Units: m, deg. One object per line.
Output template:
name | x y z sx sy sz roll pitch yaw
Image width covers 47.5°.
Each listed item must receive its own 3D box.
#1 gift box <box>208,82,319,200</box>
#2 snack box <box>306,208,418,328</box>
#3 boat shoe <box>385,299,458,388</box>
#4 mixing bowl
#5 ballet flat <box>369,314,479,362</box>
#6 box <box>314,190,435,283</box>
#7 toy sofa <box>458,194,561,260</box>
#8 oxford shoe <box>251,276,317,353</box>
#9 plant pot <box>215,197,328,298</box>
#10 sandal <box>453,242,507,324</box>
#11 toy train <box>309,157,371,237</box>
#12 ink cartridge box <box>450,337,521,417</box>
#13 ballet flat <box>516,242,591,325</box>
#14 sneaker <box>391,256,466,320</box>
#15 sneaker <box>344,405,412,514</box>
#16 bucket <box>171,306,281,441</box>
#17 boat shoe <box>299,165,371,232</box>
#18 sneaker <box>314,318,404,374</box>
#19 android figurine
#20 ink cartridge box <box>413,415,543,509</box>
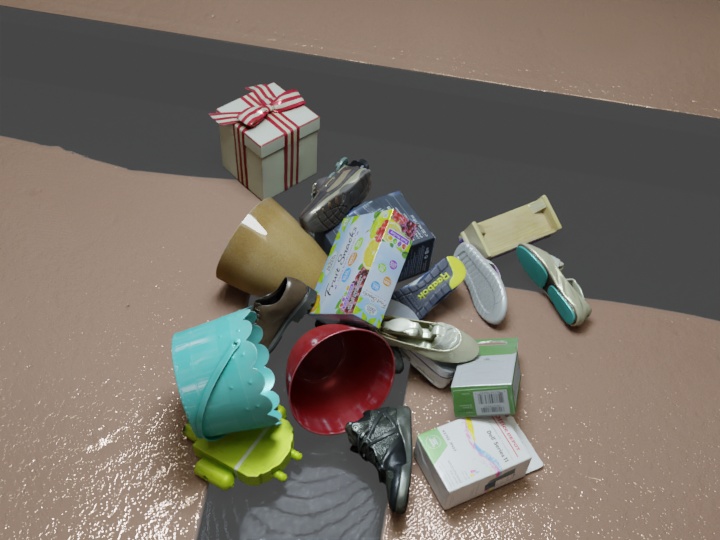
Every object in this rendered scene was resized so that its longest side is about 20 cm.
gift box | -0.216 -0.295 1.792 0.200 0.187 0.184 37 55 24
snack box | 0.000 0.000 1.449 0.068 0.168 0.201 31 73 -27
boat shoe | 0.093 0.137 1.510 0.073 0.066 0.200 -19 55 -39
mixing bowl | -0.052 0.169 1.410 0.199 0.201 0.108 -20 31 -21
ballet flat | 0.113 0.115 1.437 0.199 0.070 0.070 9 48 5
box | 0.025 -0.051 1.648 0.199 0.107 0.149 -21 54 -20
toy sofa | 0.312 -0.078 1.723 0.199 0.098 0.083 -21 78 -21
oxford shoe | -0.174 0.091 1.476 0.200 0.084 0.073 -51 26 5
plant pot | -0.142 -0.006 1.568 0.200 0.187 0.187 35 53 5
sandal | 0.251 0.019 1.632 0.050 0.083 0.203 7 43 -33
toy train | -0.043 -0.151 1.726 0.085 0.114 0.200 27 53 12
ink cartridge box | 0.226 0.185 1.445 0.103 0.060 0.200 -6 17 16
ballet flat | 0.388 0.020 1.623 0.069 0.070 0.200 -23 68 -23
sneaker | 0.117 0.052 1.594 0.199 0.082 0.074 -32 84 -8
sneaker | 0.030 0.311 1.351 0.114 0.076 0.200 0 45 -2
bucket | -0.215 0.171 1.326 0.134 0.208 0.208 -15 50 -2
boat shoe | -0.059 -0.143 1.610 0.073 0.075 0.200 25 46 28
sneaker | -0.003 0.135 1.515 0.091 0.076 0.200 -41 58 -19
android figurine | -0.194 0.286 1.375 0.199 0.041 0.182 23 50 18
ink cartridge box | 0.204 0.304 1.373 0.199 0.068 0.117 -17 51 -19
